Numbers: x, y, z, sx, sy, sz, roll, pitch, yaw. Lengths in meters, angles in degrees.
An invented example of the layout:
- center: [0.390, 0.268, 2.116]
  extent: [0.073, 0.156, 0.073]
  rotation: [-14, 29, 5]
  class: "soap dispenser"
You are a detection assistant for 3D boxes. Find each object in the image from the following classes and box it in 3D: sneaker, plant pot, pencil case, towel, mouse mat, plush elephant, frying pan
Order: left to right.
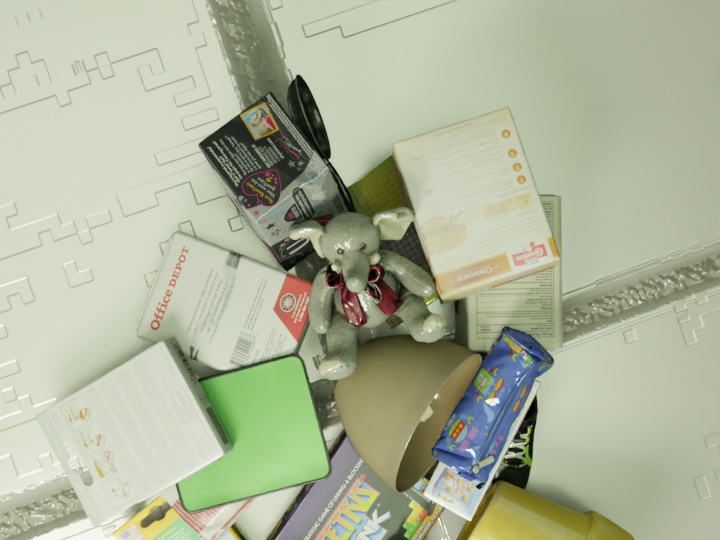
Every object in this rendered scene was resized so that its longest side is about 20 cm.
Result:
- center: [-0.210, 0.225, 1.653]
  extent: [0.200, 0.023, 0.144]
  rotation: [44, 95, 4]
  class: "towel"
- center: [-0.146, 0.203, 1.632]
  extent: [0.198, 0.008, 0.162]
  rotation: [-15, 89, 5]
  class: "mouse mat"
- center: [-0.052, -0.165, 1.704]
  extent: [0.031, 0.115, 0.191]
  rotation: [-19, 119, 10]
  class: "frying pan"
- center: [0.000, 0.000, 1.579]
  extent: [0.163, 0.155, 0.201]
  rotation: [-16, 56, 8]
  class: "plush elephant"
- center: [0.046, 0.160, 1.660]
  extent: [0.134, 0.200, 0.201]
  rotation: [30, 88, 20]
  class: "plant pot"
- center: [0.048, -0.044, 1.695]
  extent: [0.143, 0.023, 0.201]
  rotation: [-34, 73, 17]
  class: "towel"
- center: [0.165, 0.171, 1.637]
  extent: [0.078, 0.087, 0.201]
  rotation: [26, 97, -25]
  class: "pencil case"
- center: [0.198, 0.204, 1.741]
  extent: [0.071, 0.083, 0.202]
  rotation: [-1, 92, -6]
  class: "sneaker"
- center: [0.223, 0.377, 1.700]
  extent: [0.188, 0.201, 0.202]
  rotation: [32, 88, 4]
  class: "plant pot"

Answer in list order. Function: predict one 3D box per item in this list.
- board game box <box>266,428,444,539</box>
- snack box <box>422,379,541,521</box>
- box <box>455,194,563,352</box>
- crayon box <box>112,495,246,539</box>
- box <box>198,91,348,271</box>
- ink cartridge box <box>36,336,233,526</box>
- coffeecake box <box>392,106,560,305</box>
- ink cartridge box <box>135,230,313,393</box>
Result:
- center: [-0.003, 0.329, 1.736]
  extent: [0.165, 0.057, 0.201]
  rotation: [35, 87, -8]
  class: "board game box"
- center: [0.157, 0.218, 1.697]
  extent: [0.071, 0.024, 0.201]
  rotation: [27, 92, 10]
  class: "snack box"
- center: [0.191, 0.002, 1.722]
  extent: [0.127, 0.109, 0.202]
  rotation: [-1, 92, -6]
  class: "box"
- center: [-0.212, 0.376, 1.715]
  extent: [0.125, 0.052, 0.201]
  rotation: [-37, 96, -5]
  class: "crayon box"
- center: [-0.101, -0.103, 1.623]
  extent: [0.114, 0.200, 0.132]
  rotation: [-36, 72, -3]
  class: "box"
- center: [-0.278, 0.200, 1.628]
  extent: [0.199, 0.050, 0.163]
  rotation: [-30, 87, 14]
  class: "ink cartridge box"
- center: [0.140, -0.078, 1.621]
  extent: [0.152, 0.073, 0.202]
  rotation: [-17, 82, -1]
  class: "coffeecake box"
- center: [-0.167, 0.051, 1.680]
  extent: [0.199, 0.084, 0.145]
  rotation: [22, 89, 2]
  class: "ink cartridge box"
